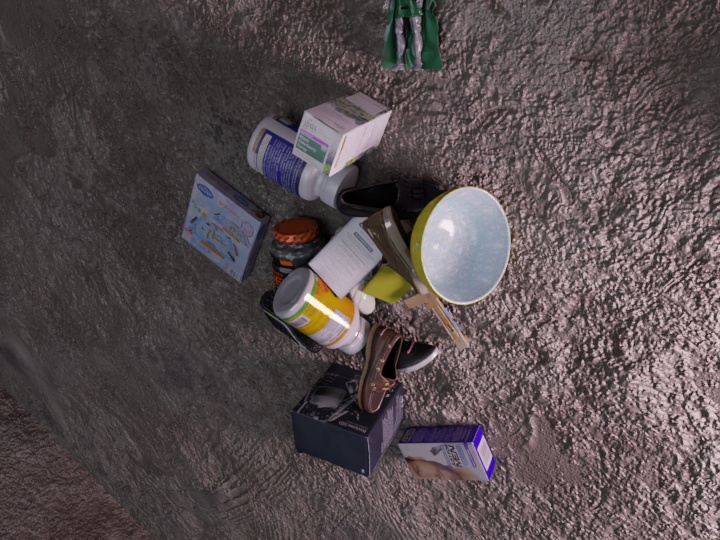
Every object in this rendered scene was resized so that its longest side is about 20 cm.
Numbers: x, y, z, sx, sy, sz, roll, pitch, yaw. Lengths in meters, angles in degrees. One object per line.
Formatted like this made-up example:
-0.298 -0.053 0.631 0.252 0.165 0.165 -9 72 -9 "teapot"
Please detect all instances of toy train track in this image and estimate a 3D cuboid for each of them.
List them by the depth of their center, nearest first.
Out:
0.165 0.076 1.088 0.114 0.033 0.201 -24 109 34 "toy train track"

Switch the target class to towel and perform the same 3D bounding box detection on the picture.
0.089 -0.007 1.067 0.085 0.018 0.200 23 130 -22 "towel"

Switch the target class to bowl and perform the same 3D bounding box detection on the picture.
0.158 -0.047 0.948 0.107 0.199 0.203 13 127 59 "bowl"

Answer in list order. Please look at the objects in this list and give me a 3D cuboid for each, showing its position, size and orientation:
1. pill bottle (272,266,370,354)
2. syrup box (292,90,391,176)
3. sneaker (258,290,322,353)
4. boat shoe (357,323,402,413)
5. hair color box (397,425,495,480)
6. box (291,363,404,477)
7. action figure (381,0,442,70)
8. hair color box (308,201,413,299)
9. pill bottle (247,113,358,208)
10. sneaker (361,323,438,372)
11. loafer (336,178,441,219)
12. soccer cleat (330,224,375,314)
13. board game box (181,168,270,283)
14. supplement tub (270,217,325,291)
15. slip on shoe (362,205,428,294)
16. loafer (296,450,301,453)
-0.073 0.091 1.094 0.110 0.112 0.199 -23 132 37 "pill bottle"
-0.028 -0.241 0.920 0.078 0.200 0.082 32 128 10 "syrup box"
-0.168 0.125 1.306 0.200 0.072 0.083 43 153 4 "sneaker"
0.043 0.216 1.121 0.070 0.070 0.203 19 113 29 "boat shoe"
0.198 0.425 1.240 0.198 0.065 0.110 -14 108 37 "hair color box"
-0.024 0.339 1.239 0.197 0.197 0.126 11 121 25 "box"
0.076 -0.429 0.853 0.117 0.055 0.203 11 116 29 "action figure"
0.002 -0.050 1.049 0.200 0.061 0.100 -44 90 14 "hair color box"
-0.109 -0.208 1.039 0.199 0.120 0.121 32 128 13 "pill bottle"
0.071 0.165 1.166 0.198 0.071 0.100 -13 113 40 "sneaker"
0.053 -0.129 0.965 0.197 0.063 0.073 -5 88 0 "loafer"
0.000 0.000 1.124 0.077 0.069 0.203 -10 108 30 "soccer cleat"
-0.327 -0.103 1.276 0.199 0.041 0.201 37 129 9 "board game box"
-0.131 -0.004 1.162 0.121 0.122 0.203 11 120 25 "supplement tub"
0.068 -0.028 0.977 0.060 0.077 0.201 -21 131 15 "slip on shoe"
-0.112 0.434 1.423 0.068 0.070 0.201 43 129 3 "loafer"
